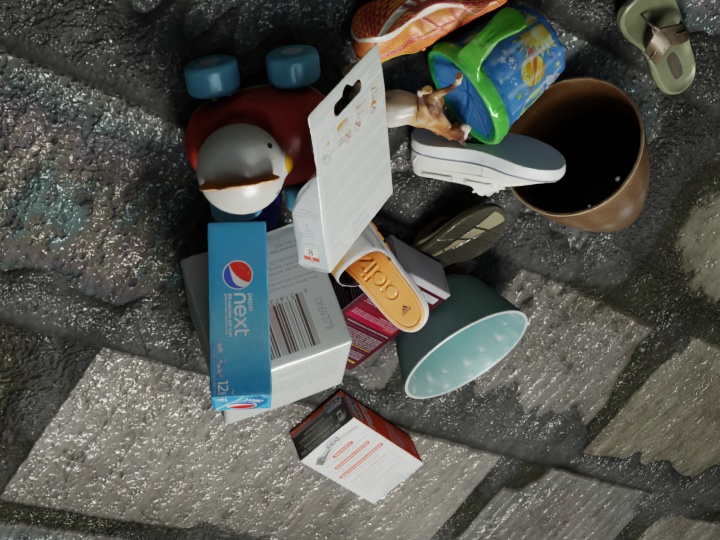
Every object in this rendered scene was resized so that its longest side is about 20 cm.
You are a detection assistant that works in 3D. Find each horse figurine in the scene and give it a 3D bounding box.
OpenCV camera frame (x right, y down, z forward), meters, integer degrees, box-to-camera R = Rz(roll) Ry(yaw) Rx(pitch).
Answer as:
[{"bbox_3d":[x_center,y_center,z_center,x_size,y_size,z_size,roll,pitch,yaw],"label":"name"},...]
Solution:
[{"bbox_3d":[0.040,-0.197,1.332,0.197,0.051,0.133,1,165,-2],"label":"horse figurine"}]

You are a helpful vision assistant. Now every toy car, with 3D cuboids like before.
[{"bbox_3d":[-0.108,-0.121,1.207,0.175,0.201,0.186,-7,117,1],"label":"toy car"}]

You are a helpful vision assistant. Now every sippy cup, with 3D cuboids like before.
[{"bbox_3d":[0.170,-0.244,1.343,0.130,0.178,0.140,-37,107,-8],"label":"sippy cup"}]

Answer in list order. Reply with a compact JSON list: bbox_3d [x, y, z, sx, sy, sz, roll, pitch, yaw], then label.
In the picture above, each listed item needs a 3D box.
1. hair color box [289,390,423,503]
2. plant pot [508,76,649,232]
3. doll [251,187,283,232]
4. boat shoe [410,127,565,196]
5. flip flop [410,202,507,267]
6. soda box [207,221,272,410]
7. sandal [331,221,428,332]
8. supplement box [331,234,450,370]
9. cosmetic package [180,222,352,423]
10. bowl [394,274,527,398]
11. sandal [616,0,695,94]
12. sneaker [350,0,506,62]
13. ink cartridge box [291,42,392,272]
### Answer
[{"bbox_3d":[-0.004,0.277,1.742,0.111,0.064,0.200,-40,136,11],"label":"hair color box"},{"bbox_3d":[0.309,-0.127,1.490,0.187,0.188,0.200,-40,148,10],"label":"plant pot"},{"bbox_3d":[-0.130,-0.113,1.350,0.135,0.049,0.201,7,124,-19],"label":"doll"},{"bbox_3d":[0.158,-0.131,1.418,0.198,0.071,0.070,9,131,10],"label":"boat shoe"},{"bbox_3d":[0.109,-0.039,1.538,0.199,0.058,0.081,-34,136,26],"label":"flip flop"},{"bbox_3d":[-0.135,0.050,1.246,0.067,0.202,0.064,-2,161,-6],"label":"soda box"},{"bbox_3d":[0.005,-0.005,1.413,0.079,0.207,0.059,-48,168,24],"label":"sandal"},{"bbox_3d":[0.012,0.047,1.522,0.200,0.061,0.108,-39,134,27],"label":"supplement box"},{"bbox_3d":[-0.117,0.068,1.383,0.163,0.166,0.200,-18,163,-12],"label":"cosmetic package"},{"bbox_3d":[0.125,0.081,1.589,0.199,0.106,0.201,-26,153,-14],"label":"bowl"},{"bbox_3d":[0.399,-0.297,1.456,0.080,0.058,0.201,-40,134,10],"label":"sandal"},{"bbox_3d":[0.079,-0.298,1.300,0.198,0.074,0.077,-20,156,-5],"label":"sneaker"},{"bbox_3d":[-0.025,-0.123,1.216,0.163,0.050,0.202,-53,145,-41],"label":"ink cartridge box"}]
